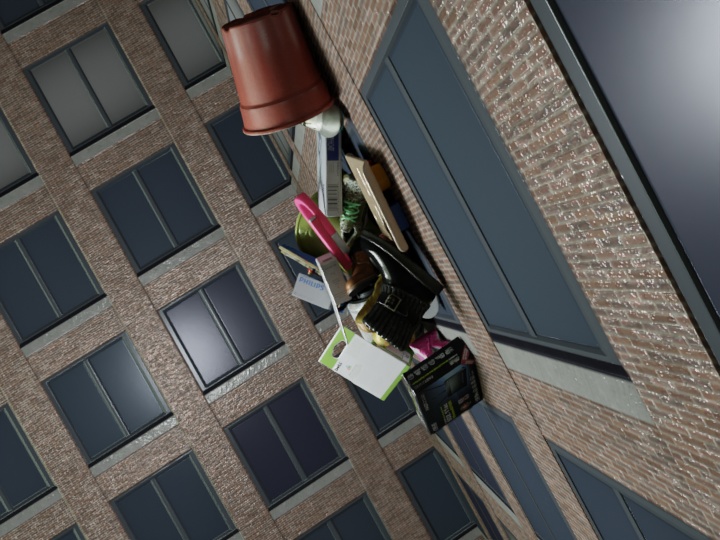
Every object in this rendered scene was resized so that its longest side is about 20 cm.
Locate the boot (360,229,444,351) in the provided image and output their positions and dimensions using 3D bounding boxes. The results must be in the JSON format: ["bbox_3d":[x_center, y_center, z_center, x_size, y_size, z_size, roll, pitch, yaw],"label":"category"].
[{"bbox_3d":[0.046,0.036,1.369,0.210,0.159,0.079,39,-174,20],"label":"boot"}]

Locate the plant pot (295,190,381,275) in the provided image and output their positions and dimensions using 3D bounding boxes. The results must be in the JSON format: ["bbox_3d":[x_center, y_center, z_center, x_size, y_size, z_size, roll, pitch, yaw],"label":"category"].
[{"bbox_3d":[-0.035,-0.082,1.745,0.183,0.199,0.203,36,159,45],"label":"plant pot"}]

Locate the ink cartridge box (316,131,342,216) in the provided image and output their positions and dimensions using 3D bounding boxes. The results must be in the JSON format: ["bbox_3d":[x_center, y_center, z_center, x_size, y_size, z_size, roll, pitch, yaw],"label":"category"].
[{"bbox_3d":[-0.075,-0.225,1.579,0.200,0.039,0.207,-154,63,-79],"label":"ink cartridge box"}]

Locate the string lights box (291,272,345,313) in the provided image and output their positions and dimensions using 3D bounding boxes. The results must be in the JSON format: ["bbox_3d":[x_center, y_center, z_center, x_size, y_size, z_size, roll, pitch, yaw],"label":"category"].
[{"bbox_3d":[-0.095,0.059,1.766,0.100,0.061,0.200,20,178,12],"label":"string lights box"}]

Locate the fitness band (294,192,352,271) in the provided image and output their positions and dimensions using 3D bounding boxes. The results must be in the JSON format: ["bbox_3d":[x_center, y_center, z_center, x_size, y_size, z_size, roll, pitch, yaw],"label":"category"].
[{"bbox_3d":[-0.080,-0.085,1.571,0.202,0.037,0.144,54,175,-14],"label":"fitness band"}]

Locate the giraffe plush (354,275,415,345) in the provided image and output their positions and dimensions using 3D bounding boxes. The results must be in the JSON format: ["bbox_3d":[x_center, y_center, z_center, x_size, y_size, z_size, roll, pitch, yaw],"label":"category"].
[{"bbox_3d":[0.088,0.070,1.621,0.162,0.167,0.207,156,118,-74],"label":"giraffe plush"}]

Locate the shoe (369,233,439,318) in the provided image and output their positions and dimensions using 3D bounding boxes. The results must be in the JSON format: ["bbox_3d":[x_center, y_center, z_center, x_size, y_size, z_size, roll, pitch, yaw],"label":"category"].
[{"bbox_3d":[0.100,0.006,1.493,0.200,0.071,0.091,47,-158,-6],"label":"shoe"}]

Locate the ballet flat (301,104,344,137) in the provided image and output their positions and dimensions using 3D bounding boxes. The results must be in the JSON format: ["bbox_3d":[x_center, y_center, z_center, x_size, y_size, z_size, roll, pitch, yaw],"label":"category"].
[{"bbox_3d":[-0.095,-0.313,1.442,0.200,0.062,0.070,-143,53,-61],"label":"ballet flat"}]

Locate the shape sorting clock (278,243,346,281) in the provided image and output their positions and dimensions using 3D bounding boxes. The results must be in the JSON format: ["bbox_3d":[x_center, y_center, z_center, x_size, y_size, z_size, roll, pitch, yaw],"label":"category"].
[{"bbox_3d":[-0.120,-0.008,1.757,0.196,0.040,0.200,27,175,2],"label":"shape sorting clock"}]

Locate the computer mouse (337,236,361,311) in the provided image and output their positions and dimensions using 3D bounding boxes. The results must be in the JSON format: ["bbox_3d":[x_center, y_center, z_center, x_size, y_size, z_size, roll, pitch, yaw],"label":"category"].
[{"bbox_3d":[-0.012,0.008,1.659,0.057,0.205,0.034,10,-161,-35],"label":"computer mouse"}]

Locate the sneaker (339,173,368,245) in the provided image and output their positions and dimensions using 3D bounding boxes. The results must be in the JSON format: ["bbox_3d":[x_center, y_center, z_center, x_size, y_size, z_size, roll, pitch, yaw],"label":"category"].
[{"bbox_3d":[-0.016,-0.128,1.544,0.202,0.075,0.090,90,-166,-56],"label":"sneaker"}]

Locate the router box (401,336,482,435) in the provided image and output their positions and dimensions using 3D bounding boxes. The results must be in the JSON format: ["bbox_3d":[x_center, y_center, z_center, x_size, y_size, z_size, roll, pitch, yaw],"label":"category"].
[{"bbox_3d":[0.181,0.254,1.521,0.062,0.148,0.202,52,171,40],"label":"router box"}]

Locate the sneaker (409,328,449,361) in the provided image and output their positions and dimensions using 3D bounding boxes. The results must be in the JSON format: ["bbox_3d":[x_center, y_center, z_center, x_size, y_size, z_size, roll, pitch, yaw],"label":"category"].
[{"bbox_3d":[0.178,0.205,1.659,0.090,0.080,0.200,61,176,-17],"label":"sneaker"}]

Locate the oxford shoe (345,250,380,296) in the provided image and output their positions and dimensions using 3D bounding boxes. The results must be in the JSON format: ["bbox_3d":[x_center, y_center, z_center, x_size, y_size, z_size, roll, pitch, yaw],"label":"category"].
[{"bbox_3d":[0.000,0.000,1.482,0.072,0.071,0.200,53,-160,-3],"label":"oxford shoe"}]

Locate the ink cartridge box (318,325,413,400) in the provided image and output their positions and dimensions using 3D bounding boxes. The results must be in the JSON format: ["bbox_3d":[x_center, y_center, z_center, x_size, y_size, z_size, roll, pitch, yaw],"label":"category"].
[{"bbox_3d":[0.016,0.209,1.740,0.197,0.149,0.076,31,-144,-5],"label":"ink cartridge box"}]

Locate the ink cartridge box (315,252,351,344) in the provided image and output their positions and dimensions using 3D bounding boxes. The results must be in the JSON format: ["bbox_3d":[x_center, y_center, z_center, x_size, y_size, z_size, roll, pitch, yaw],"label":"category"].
[{"bbox_3d":[-0.048,0.056,1.559,0.200,0.044,0.181,-140,29,-82],"label":"ink cartridge box"}]

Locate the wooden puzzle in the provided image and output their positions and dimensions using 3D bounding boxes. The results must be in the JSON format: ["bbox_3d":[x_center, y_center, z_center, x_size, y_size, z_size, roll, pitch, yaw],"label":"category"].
[{"bbox_3d":[0.040,-0.145,1.390,0.189,0.045,0.200,63,178,-18],"label":"wooden puzzle"}]

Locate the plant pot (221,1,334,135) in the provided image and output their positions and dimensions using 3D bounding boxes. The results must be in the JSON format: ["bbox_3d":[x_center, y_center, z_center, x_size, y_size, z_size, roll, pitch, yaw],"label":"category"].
[{"bbox_3d":[-0.169,-0.397,1.359,0.201,0.196,0.200,-131,21,-62],"label":"plant pot"}]

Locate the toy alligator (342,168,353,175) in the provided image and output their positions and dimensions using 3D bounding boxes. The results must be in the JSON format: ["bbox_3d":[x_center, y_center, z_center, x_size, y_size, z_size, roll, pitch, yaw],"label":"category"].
[{"bbox_3d":[-0.042,-0.216,1.654,0.201,0.058,0.055,56,173,41],"label":"toy alligator"}]

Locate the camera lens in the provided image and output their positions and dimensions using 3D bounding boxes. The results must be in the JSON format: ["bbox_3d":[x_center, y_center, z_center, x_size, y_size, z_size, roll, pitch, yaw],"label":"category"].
[{"bbox_3d":[0.067,0.118,1.818,0.203,0.157,0.160,61,174,-17],"label":"camera lens"}]
